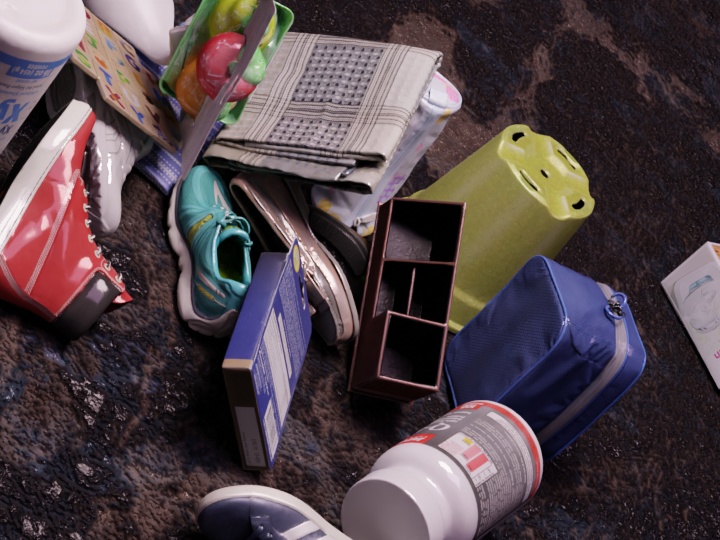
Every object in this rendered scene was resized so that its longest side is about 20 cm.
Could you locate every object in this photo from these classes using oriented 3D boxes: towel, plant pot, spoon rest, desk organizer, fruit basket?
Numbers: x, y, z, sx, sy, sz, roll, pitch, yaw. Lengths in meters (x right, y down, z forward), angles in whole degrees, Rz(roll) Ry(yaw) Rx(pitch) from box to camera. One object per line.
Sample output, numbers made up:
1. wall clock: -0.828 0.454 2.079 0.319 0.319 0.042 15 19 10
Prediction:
1. towel: -0.038 -0.166 1.581 0.192 0.035 0.200 11 54 20
2. plant pot: 0.152 -0.055 1.744 0.200 0.184 0.200 27 39 -24
3. spoon rest: -0.227 -0.268 1.663 0.099 0.061 0.200 -14 37 -28
4. desk organizer: 0.048 0.025 1.563 0.072 0.077 0.200 14 73 -17
5. fruit basket: -0.122 -0.193 1.505 0.094 0.185 0.200 23 19 -22
6. towel: -0.214 -0.171 1.645 0.145 0.024 0.200 41 37 -7

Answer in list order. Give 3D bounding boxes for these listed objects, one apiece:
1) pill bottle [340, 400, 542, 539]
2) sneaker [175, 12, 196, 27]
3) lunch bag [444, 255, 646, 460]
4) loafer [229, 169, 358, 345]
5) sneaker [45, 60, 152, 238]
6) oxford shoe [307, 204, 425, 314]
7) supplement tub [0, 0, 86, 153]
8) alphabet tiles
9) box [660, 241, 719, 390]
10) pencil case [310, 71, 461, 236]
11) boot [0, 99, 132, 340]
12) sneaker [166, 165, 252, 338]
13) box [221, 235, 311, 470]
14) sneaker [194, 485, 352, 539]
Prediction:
1. pill bottle: 0.076 0.202 1.463 0.116 0.116 0.200 52 35 11
2. sneaker: -0.112 -0.238 1.736 0.200 0.087 0.075 22 29 -47
3. lunch bag: 0.200 0.089 1.632 0.132 0.200 0.136 26 33 -28
4. loafer: -0.071 -0.012 1.573 0.063 0.072 0.200 -19 81 -37
5. sneaker: -0.236 -0.115 1.503 0.099 0.078 0.200 16 52 -39
6. oxford shoe: 0.000 0.000 1.649 0.200 0.073 0.084 42 21 -10
7. supplement tub: -0.338 -0.178 1.366 0.132 0.200 0.132 26 39 -23
8. alphabet tiles: -0.236 -0.195 1.546 0.166 0.006 0.200 39 16 -40
9. box: 0.517 0.070 2.062 0.200 0.097 0.177 9 45 -41
10. pencil case: 0.025 -0.128 1.684 0.083 0.200 0.091 29 27 -12
11. boot: -0.249 -0.042 1.399 0.144 0.072 0.200 32 61 -19
12. sneaker: -0.133 -0.027 1.521 0.077 0.080 0.200 17 42 -33
13. box: -0.083 0.071 1.448 0.032 0.121 0.200 1 37 12
14. sneaker: -0.051 0.253 1.319 0.200 0.075 0.085 30 33 -20
